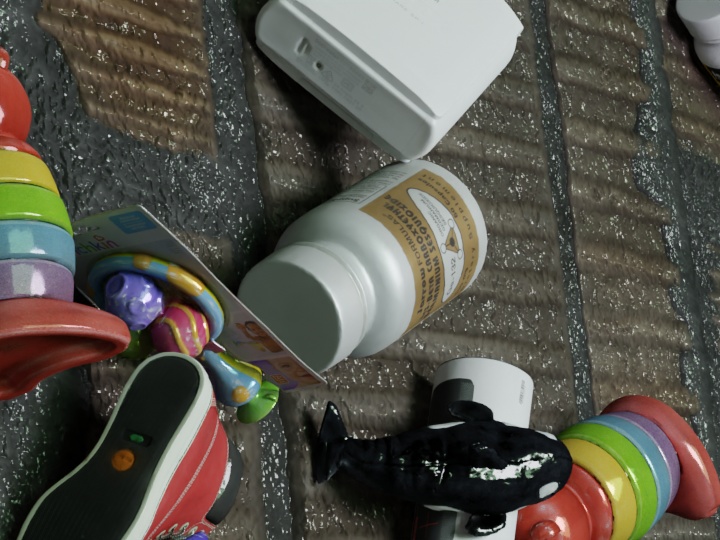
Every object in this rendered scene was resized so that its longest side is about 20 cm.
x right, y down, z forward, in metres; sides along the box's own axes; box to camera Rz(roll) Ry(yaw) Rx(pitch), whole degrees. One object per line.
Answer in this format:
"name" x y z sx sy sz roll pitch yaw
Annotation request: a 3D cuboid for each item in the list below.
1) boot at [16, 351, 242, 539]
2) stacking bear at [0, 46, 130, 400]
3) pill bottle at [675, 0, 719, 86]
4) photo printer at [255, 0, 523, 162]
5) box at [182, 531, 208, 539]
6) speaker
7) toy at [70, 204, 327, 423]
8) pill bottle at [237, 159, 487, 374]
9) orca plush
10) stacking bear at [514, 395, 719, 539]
"boot" -0.144 0.169 1.477 0.200 0.072 0.144 -56 152 -25
"stacking bear" -0.229 -0.037 1.404 0.114 0.121 0.201 19 53 -57
"pill bottle" 0.406 -0.219 2.309 0.200 0.114 0.115 46 45 -33
"photo printer" 0.030 -0.189 1.783 0.166 0.069 0.200 39 41 3
"box" -0.173 0.257 1.289 0.200 0.184 0.105 -20 75 -55
"speaker" 0.083 0.172 1.763 0.081 0.081 0.201 37 51 -40
"toy" -0.126 0.040 1.500 0.200 0.115 0.047 43 50 -37
"pill bottle" 0.000 0.000 1.684 0.200 0.114 0.115 -34 105 -53
"orca plush" 0.071 0.127 1.690 0.199 0.071 0.105 19 60 -11
"stacking bear" 0.182 0.187 1.863 0.200 0.121 0.114 -27 102 -46
